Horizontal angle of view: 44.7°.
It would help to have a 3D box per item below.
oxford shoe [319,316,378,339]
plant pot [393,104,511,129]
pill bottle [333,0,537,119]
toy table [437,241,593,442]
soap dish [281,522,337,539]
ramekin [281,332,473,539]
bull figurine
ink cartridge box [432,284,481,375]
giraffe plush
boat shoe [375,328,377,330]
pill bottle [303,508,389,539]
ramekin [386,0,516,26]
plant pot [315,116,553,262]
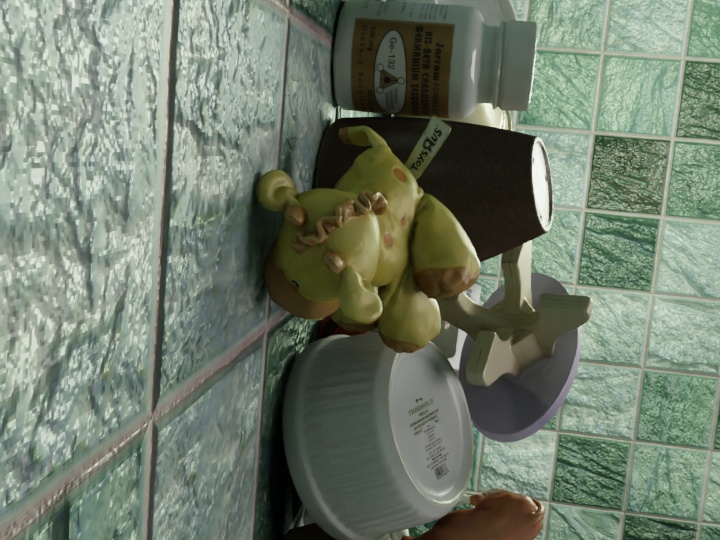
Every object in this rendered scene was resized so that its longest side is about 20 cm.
[{"bbox_3d":[0.039,0.112,0.976,0.071,0.200,0.073,-45,-173,31],"label":"oxford shoe"},{"bbox_3d":[0.133,-0.258,1.354,0.184,0.200,0.201,62,35,-69],"label":"plant pot"},{"bbox_3d":[0.078,-0.216,0.907,0.114,0.199,0.115,6,90,-82],"label":"pill bottle"},{"bbox_3d":[0.158,0.063,0.918,0.117,0.183,0.201,58,33,-47],"label":"toy table"},{"bbox_3d":[-0.053,0.333,0.794,0.200,0.081,0.158,-44,140,-79],"label":"soap dish"},{"bbox_3d":[0.026,0.151,0.837,0.200,0.105,0.201,35,47,-48],"label":"ramekin"},{"bbox_3d":[0.078,0.265,0.825,0.065,0.199,0.121,71,-17,-3],"label":"bull figurine"},{"bbox_3d":[0.082,0.074,1.085,0.200,0.067,0.116,-18,-123,54],"label":"ink cartridge box"},{"bbox_3d":[-0.007,-0.017,0.688,0.162,0.172,0.201,-31,141,-54],"label":"giraffe plush"},{"bbox_3d":[0.000,0.000,1.009,0.066,0.072,0.201,-35,138,-85],"label":"boat shoe"},{"bbox_3d":[0.002,0.207,0.989,0.200,0.113,0.114,-76,169,-50],"label":"pill bottle"},{"bbox_3d":[0.117,-0.317,1.169,0.200,0.105,0.201,17,67,-46],"label":"ramekin"},{"bbox_3d":[0.085,-0.075,0.881,0.187,0.199,0.188,-5,90,-65],"label":"plant pot"}]
